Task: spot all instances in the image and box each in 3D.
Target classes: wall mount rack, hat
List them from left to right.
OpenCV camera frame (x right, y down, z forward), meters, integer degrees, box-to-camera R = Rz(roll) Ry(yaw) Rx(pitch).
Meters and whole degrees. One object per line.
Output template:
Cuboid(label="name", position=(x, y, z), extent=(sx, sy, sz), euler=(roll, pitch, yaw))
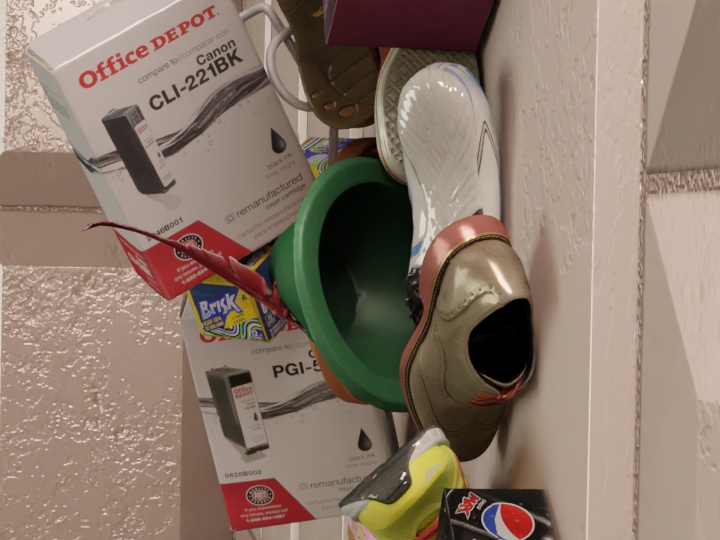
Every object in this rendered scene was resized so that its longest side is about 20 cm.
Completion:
Cuboid(label="hat", position=(-0.046, 0.014, 1.413), extent=(0.175, 0.165, 0.201), euler=(-16, 101, 43))
Cuboid(label="wall mount rack", position=(-0.012, -0.145, 1.561), extent=(0.074, 0.200, 0.174), euler=(-23, 101, 45))

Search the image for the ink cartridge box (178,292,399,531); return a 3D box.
Cuboid(label="ink cartridge box", position=(-0.055, 0.098, 1.643), extent=(0.083, 0.146, 0.201), euler=(-81, -20, -66))

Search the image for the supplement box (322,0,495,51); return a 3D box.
Cuboid(label="supplement box", position=(0.029, -0.257, 1.394), extent=(0.086, 0.109, 0.201), euler=(109, 161, -59))

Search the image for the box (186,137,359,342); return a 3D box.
Cuboid(label="box", position=(-0.055, -0.028, 1.584), extent=(0.200, 0.070, 0.065), euler=(-50, -47, -43))

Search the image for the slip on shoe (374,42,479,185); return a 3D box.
Cuboid(label="slip on shoe", position=(0.043, -0.140, 1.417), extent=(0.061, 0.074, 0.201), euler=(118, 159, -55))

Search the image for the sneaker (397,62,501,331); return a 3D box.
Cuboid(label="sneaker", position=(0.065, -0.036, 1.326), extent=(0.072, 0.071, 0.202), euler=(-19, -74, -62))

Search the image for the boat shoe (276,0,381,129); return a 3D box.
Cuboid(label="boat shoe", position=(-0.021, -0.201, 1.478), extent=(0.068, 0.072, 0.202), euler=(-4, -98, -73))

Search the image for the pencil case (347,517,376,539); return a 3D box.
Cuboid(label="pencil case", position=(0.040, 0.233, 1.370), extent=(0.200, 0.082, 0.087), euler=(-102, -1, -56))

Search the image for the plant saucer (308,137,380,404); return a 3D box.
Cuboid(label="plant saucer", position=(0.000, 0.000, 1.528), extent=(0.200, 0.032, 0.202), euler=(2, -90, -68))

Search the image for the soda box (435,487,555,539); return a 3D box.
Cuboid(label="soda box", position=(0.072, 0.226, 1.210), extent=(0.071, 0.063, 0.201), euler=(-98, 13, -55))

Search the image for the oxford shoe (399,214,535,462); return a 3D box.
Cuboid(label="oxford shoe", position=(0.069, 0.061, 1.242), extent=(0.201, 0.070, 0.075), euler=(88, 159, -47))

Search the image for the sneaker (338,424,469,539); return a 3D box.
Cuboid(label="sneaker", position=(0.050, 0.160, 1.257), extent=(0.090, 0.078, 0.200), euler=(51, 180, 20))

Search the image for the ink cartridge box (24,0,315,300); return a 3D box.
Cuboid(label="ink cartridge box", position=(-0.134, -0.105, 1.480), extent=(0.201, 0.144, 0.084), euler=(65, 166, -24))
